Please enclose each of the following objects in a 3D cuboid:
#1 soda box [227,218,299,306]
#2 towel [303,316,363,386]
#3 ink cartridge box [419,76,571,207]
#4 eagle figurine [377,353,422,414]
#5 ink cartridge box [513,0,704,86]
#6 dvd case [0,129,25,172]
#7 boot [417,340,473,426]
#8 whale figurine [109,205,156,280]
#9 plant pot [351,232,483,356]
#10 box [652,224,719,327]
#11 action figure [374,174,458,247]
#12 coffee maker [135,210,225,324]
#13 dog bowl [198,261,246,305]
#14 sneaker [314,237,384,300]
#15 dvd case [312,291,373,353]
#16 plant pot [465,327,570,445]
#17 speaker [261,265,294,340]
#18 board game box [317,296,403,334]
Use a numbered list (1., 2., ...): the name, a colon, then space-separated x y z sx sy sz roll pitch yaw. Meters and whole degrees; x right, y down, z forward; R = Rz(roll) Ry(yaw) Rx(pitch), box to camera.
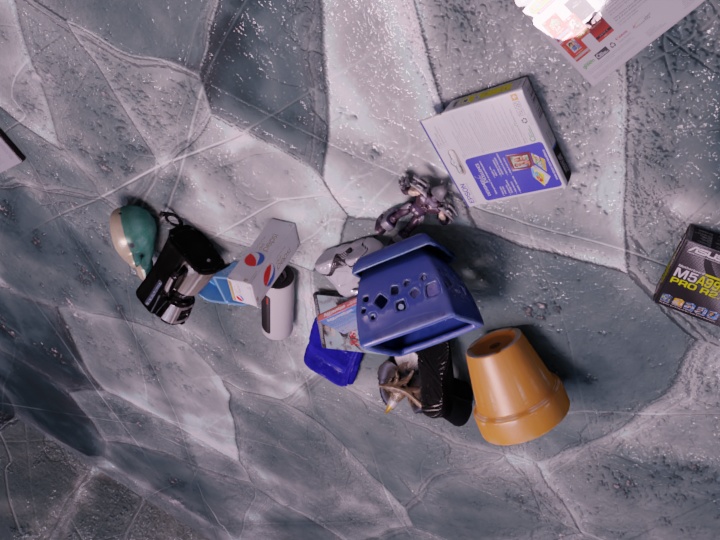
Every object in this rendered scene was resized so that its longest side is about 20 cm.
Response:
1. soda box: -0.206 -0.019 1.743 0.063 0.201 0.069 13 138 21
2. towel: -0.067 0.205 2.006 0.146 0.050 0.201 26 140 6
3. ink cartridge box: 0.231 -0.212 1.386 0.199 0.047 0.198 -7 128 40
4. eagle figurine: 0.102 0.279 1.932 0.150 0.200 0.153 -26 79 8
5. ink cartridge box: 0.339 -0.385 1.101 0.175 0.084 0.200 41 140 -11
6. dvd case: -0.953 -0.313 2.067 0.199 0.018 0.143 -12 125 41
7. boot: 0.196 0.246 1.840 0.076 0.203 0.168 -6 163 29
8. whale figurine: -0.534 -0.068 1.975 0.103 0.160 0.201 -17 132 -3
9. plant pot: 0.102 0.046 1.564 0.198 0.182 0.200 -21 162 20
10. box: 0.621 0.024 1.374 0.198 0.044 0.161 22 140 12
11. action figure: 0.106 -0.117 1.549 0.130 0.069 0.200 46 135 -6
12. coffee maker: -0.443 -0.001 1.946 0.200 0.134 0.193 -49 55 30
13. dog bowl: -0.335 0.033 2.002 0.198 0.050 0.112 5 133 29
14. sneaker: 0.000 0.000 1.733 0.199 0.075 0.115 -11 126 45
15. dvd case: -0.010 0.122 1.869 0.198 0.022 0.148 5 117 27
16. plant pot: 0.311 0.228 1.690 0.199 0.200 0.185 -13 108 41
17. speaker: -0.197 0.075 1.933 0.080 0.082 0.201 22 140 12
18. board game box: 0.016 0.082 1.763 0.199 0.020 0.103 -25 149 24
